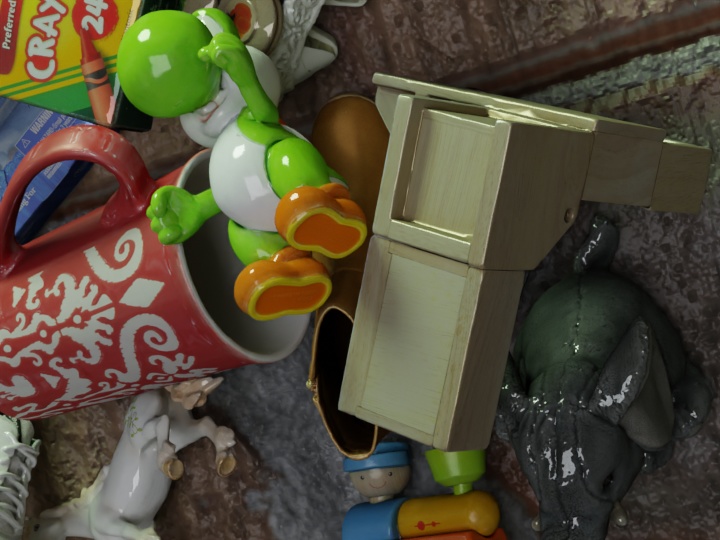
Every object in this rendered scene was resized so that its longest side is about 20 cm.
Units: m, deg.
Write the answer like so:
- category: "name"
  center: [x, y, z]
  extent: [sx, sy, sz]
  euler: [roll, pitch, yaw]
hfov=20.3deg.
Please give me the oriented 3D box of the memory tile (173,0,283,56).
- category: "memory tile"
  center: [-0.081, -0.236, 1.227]
  extent: [0.153, 0.017, 0.201]
  euler: [27, 102, 36]

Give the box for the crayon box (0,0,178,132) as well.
- category: "crayon box"
  center: [-0.212, -0.171, 1.246]
  extent: [0.199, 0.051, 0.128]
  euler: [16, 96, 22]

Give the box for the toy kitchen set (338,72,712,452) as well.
- category: "toy kitchen set"
  center: [0.066, -0.011, 1.149]
  extent: [0.163, 0.199, 0.182]
  euler: [18, 100, 40]

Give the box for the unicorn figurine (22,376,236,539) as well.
- category: "unicorn figurine"
  center: [-0.152, 0.146, 1.313]
  extent: [0.200, 0.074, 0.137]
  euler: [-54, 38, -3]

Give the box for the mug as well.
- category: "mug"
  center: [-0.155, -0.002, 1.256]
  extent: [0.199, 0.133, 0.178]
  euler: [-20, 95, 32]

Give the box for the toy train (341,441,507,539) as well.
- category: "toy train"
  center: [0.070, 0.155, 1.224]
  extent: [0.199, 0.084, 0.116]
  euler: [-14, 81, 40]

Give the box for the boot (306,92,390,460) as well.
- category: "boot"
  center: [-0.001, 0.001, 1.185]
  extent: [0.070, 0.144, 0.202]
  euler: [-9, 99, 13]

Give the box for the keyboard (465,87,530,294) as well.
- category: "keyboard"
  center: [0.046, -0.017, 1.257]
  extent: [0.127, 0.021, 0.201]
  euler: [22, 104, 7]

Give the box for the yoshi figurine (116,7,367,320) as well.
- category: "yoshi figurine"
  center: [-0.080, -0.074, 1.123]
  extent: [0.112, 0.112, 0.200]
  euler: [-26, 55, -3]

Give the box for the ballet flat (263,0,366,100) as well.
- category: "ballet flat"
  center: [-0.031, -0.165, 1.236]
  extent: [0.072, 0.072, 0.201]
  euler: [31, 109, 11]

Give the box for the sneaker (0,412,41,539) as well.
- category: "sneaker"
  center: [-0.245, 0.138, 1.301]
  extent: [0.081, 0.200, 0.075]
  euler: [-31, 131, 7]

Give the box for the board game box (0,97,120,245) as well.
- category: "board game box"
  center: [-0.292, -0.091, 1.340]
  extent: [0.199, 0.043, 0.200]
  euler: [44, 108, 8]

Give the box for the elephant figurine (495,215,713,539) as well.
- category: "elephant figurine"
  center: [0.129, 0.082, 1.150]
  extent: [0.155, 0.200, 0.142]
  euler: [45, 109, 6]
